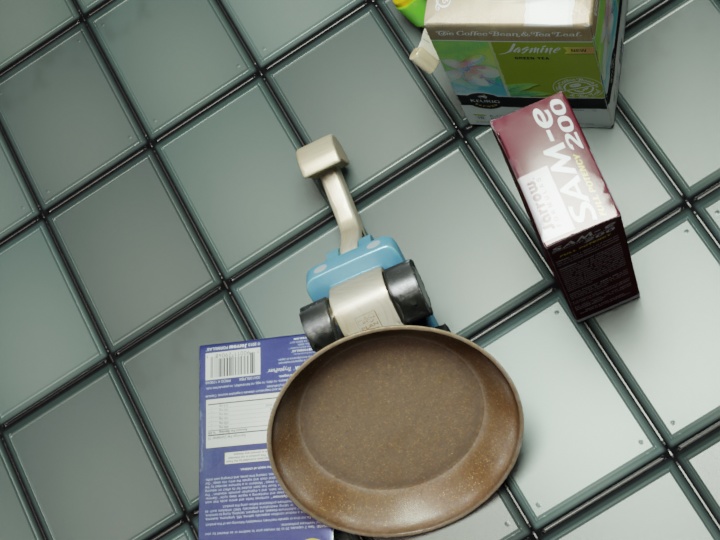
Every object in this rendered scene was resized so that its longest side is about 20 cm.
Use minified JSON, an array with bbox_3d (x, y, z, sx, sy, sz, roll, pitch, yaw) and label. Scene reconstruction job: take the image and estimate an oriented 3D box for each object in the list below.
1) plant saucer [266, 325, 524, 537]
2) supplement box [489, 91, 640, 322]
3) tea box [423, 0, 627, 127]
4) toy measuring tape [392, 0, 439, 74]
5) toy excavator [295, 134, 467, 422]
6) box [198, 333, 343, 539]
[{"bbox_3d":[0.026,0.120,1.024,0.200,0.200,0.037,-24,29,8],"label":"plant saucer"},{"bbox_3d":[0.160,-0.043,1.002,0.061,0.200,0.109,-24,68,8],"label":"supplement box"},{"bbox_3d":[0.145,-0.246,1.073,0.133,0.197,0.200,4,75,18],"label":"tea box"},{"bbox_3d":[0.055,-0.225,1.142,0.073,0.074,0.200,0,45,17],"label":"toy measuring tape"},{"bbox_3d":[0.000,0.000,1.098,0.100,0.200,0.195,-25,112,7],"label":"toy excavator"},{"bbox_3d":[-0.077,0.156,1.102,0.121,0.032,0.200,-7,70,15],"label":"box"}]
